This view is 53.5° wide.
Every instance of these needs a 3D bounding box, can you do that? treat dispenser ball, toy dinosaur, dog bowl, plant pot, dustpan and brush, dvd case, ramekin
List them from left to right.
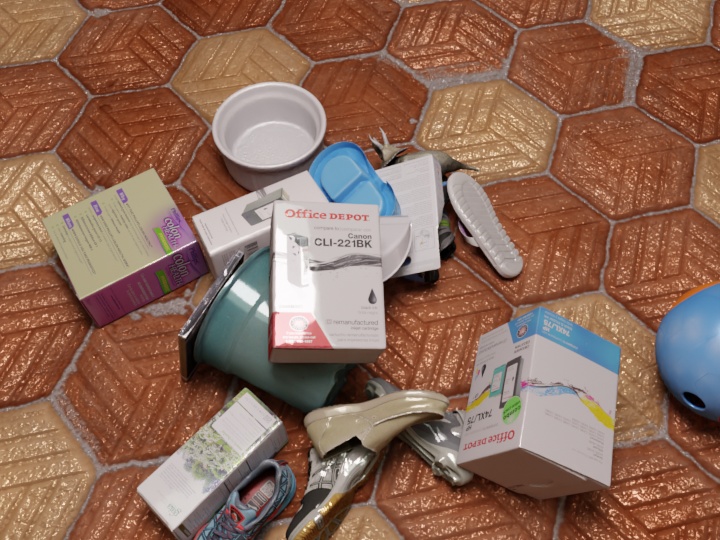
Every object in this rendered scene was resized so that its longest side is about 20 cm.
[{"bbox_3d":[-0.218,0.070,1.039,0.016,0.200,0.149,29,62,2],"label":"dvd case"},{"bbox_3d":[-0.158,-0.231,1.279,0.199,0.098,0.201,0,58,0],"label":"ramekin"},{"bbox_3d":[-0.102,0.099,1.033,0.196,0.200,0.201,31,63,10],"label":"plant pot"},{"bbox_3d":[-0.007,-0.123,1.167,0.111,0.050,0.200,-41,57,9],"label":"dog bowl"},{"bbox_3d":[0.000,0.000,1.034,0.139,0.057,0.200,-2,37,13],"label":"dustpan and brush"},{"bbox_3d":[0.110,-0.175,1.240,0.199,0.102,0.077,9,59,7],"label":"toy dinosaur"},{"bbox_3d":[0.522,0.114,1.004,0.200,0.201,0.202,0,59,0],"label":"treat dispenser ball"}]

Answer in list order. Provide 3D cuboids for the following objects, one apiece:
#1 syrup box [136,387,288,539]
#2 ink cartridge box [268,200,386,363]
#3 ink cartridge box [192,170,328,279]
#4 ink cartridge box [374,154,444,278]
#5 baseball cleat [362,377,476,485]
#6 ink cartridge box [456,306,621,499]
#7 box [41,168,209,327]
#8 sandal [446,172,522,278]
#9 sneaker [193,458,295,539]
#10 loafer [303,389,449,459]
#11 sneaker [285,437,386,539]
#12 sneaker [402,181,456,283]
[{"bbox_3d":[-0.199,0.268,0.986,0.079,0.082,0.200,37,66,23],"label":"syrup box"},{"bbox_3d":[-0.047,0.015,0.937,0.143,0.084,0.201,1,69,-10],"label":"ink cartridge box"},{"bbox_3d":[-0.149,-0.052,1.142,0.199,0.146,0.084,-24,60,-14],"label":"ink cartridge box"},{"bbox_3d":[0.058,-0.076,1.170,0.162,0.057,0.201,-12,70,24],"label":"ink cartridge box"},{"bbox_3d":[0.098,0.218,1.034,0.106,0.070,0.200,-32,68,-33],"label":"baseball cleat"},{"bbox_3d":[0.243,0.185,0.969,0.146,0.147,0.201,26,58,-16],"label":"ink cartridge box"},{"bbox_3d":[-0.381,-0.040,1.166,0.199,0.097,0.176,-29,63,-15],"label":"box"},{"bbox_3d":[0.195,-0.071,1.195,0.082,0.050,0.203,-17,73,-41],"label":"sandal"},{"bbox_3d":[-0.167,0.328,0.941,0.079,0.096,0.200,29,63,17],"label":"sneaker"},{"bbox_3d":[0.025,0.209,0.958,0.199,0.076,0.069,-13,65,8],"label":"loafer"},{"bbox_3d":[-0.048,0.290,0.984,0.087,0.076,0.200,26,53,24],"label":"sneaker"},{"bbox_3d":[0.124,-0.062,1.200,0.082,0.071,0.200,23,60,-5],"label":"sneaker"}]
